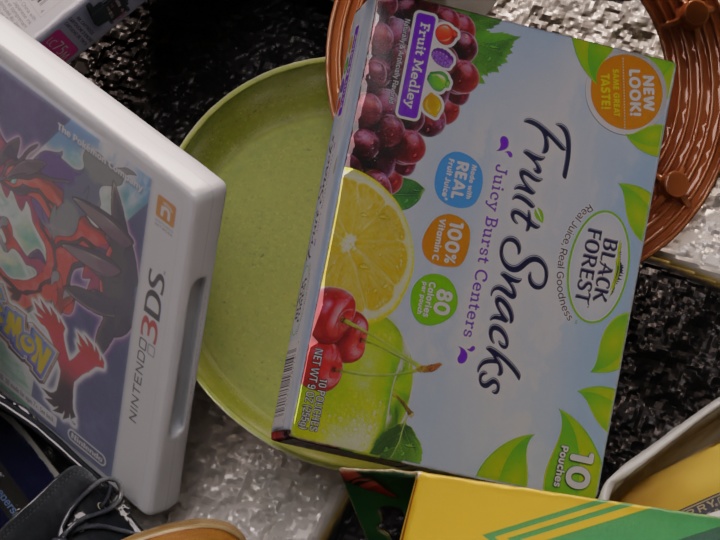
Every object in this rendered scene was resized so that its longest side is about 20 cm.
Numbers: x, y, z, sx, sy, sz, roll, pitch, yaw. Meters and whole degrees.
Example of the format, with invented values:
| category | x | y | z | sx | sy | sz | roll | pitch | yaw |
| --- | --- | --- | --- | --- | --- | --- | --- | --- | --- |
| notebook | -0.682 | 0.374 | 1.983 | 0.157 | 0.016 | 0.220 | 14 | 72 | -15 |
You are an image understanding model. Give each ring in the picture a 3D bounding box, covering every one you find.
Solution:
| category | x | y | z | sx | sy | sz | roll | pitch | yaw |
| --- | --- | --- | --- | --- | --- | --- | --- | --- | --- |
| ring | 0.082 | -0.091 | 1.328 | 0.200 | 0.019 | 0.201 | 2 | 82 | -13 |

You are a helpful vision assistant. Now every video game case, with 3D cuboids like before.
| category | x | y | z | sx | sy | sz | roll | pitch | yaw |
| --- | --- | --- | --- | --- | --- | --- | --- | --- | --- |
| video game case | -0.144 | -0.013 | 1.299 | 0.023 | 0.183 | 0.200 | -25 | 49 | -39 |

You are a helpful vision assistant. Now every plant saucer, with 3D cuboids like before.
| category | x | y | z | sx | sy | sz | roll | pitch | yaw |
| --- | --- | --- | --- | --- | --- | --- | --- | --- | --- |
| plant saucer | 0.000 | 0.000 | 1.321 | 0.199 | 0.031 | 0.201 | 5 | 70 | -13 |

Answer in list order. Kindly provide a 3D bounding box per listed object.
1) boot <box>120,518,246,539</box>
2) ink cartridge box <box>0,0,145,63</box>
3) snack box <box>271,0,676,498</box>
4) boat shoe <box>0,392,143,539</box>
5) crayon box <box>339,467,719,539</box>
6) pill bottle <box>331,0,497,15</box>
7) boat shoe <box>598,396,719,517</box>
| category | x | y | z | sx | sy | sz | roll | pitch | yaw |
| --- | --- | --- | --- | --- | --- | --- | --- | --- | --- |
| boot | -0.111 | 0.202 | 1.180 | 0.201 | 0.071 | 0.144 | -34 | 41 | 1 |
| ink cartridge box | -0.122 | -0.183 | 1.355 | 0.200 | 0.042 | 0.119 | -40 | 62 | 3 |
| snack box | 0.050 | -0.009 | 1.272 | 0.142 | 0.053 | 0.201 | 13 | 82 | -12 |
| boat shoe | -0.135 | 0.123 | 1.295 | 0.075 | 0.062 | 0.200 | -39 | 64 | -13 |
| crayon box | 0.091 | 0.140 | 1.210 | 0.199 | 0.127 | 0.051 | 7 | 64 | 15 |
| pill bottle | -0.018 | -0.196 | 1.414 | 0.200 | 0.111 | 0.111 | 28 | 70 | 21 |
| boat shoe | 0.190 | 0.072 | 1.260 | 0.199 | 0.070 | 0.071 | -26 | 61 | -4 |
